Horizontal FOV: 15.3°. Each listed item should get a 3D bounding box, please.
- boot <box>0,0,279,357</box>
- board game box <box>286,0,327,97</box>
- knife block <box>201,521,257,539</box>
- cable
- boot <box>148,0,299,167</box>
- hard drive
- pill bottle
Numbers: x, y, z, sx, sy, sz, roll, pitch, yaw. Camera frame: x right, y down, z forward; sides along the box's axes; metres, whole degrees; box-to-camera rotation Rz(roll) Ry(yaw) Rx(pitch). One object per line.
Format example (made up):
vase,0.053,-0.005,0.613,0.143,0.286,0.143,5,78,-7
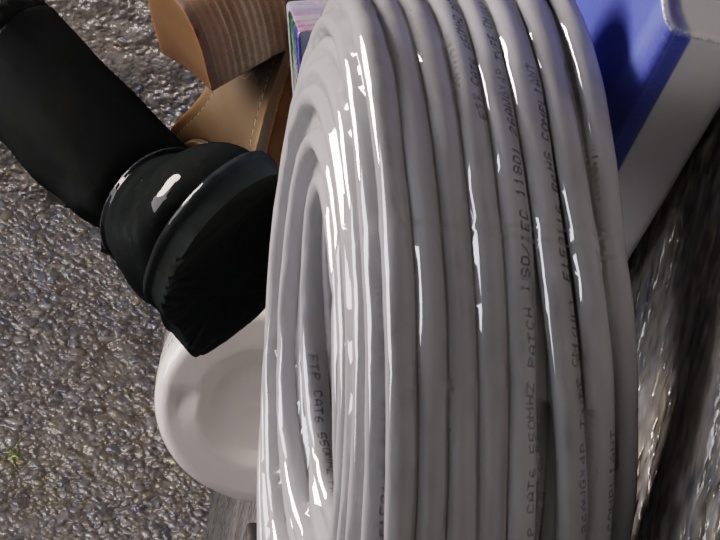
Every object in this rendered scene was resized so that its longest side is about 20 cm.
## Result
boot,-0.105,-0.053,1.152,0.073,0.162,0.198,-39,-11,-12
board game box,0.000,0.000,1.013,0.200,0.041,0.200,-106,12,-82
knife block,-0.005,0.165,0.944,0.200,0.176,0.064,32,120,37
cable,0.016,0.024,0.676,0.200,0.069,0.200,136,134,-77
boot,-0.012,-0.096,1.221,0.077,0.155,0.200,41,153,40
hard drive,0.073,-0.069,0.705,0.200,0.025,0.132,111,171,-65
pill bottle,-0.051,0.037,1.473,0.200,0.113,0.113,-91,14,-69
